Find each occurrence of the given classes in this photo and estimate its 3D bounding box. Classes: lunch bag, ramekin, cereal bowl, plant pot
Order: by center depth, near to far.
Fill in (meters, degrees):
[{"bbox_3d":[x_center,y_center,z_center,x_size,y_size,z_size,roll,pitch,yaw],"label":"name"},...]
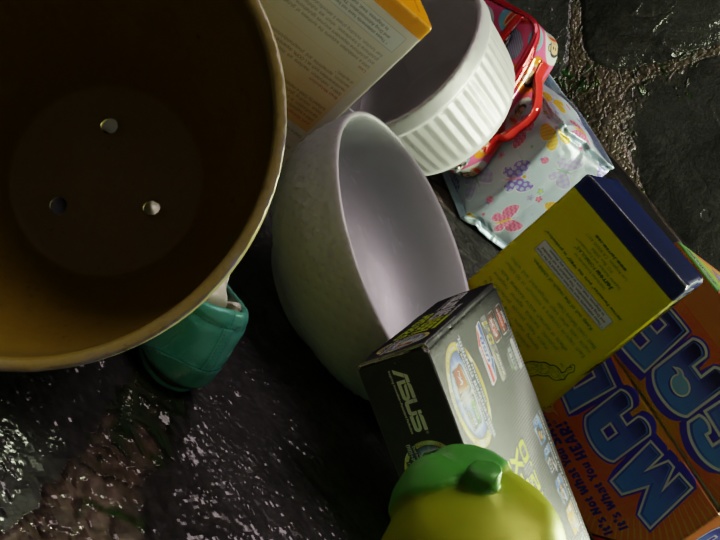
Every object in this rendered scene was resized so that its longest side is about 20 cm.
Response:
[{"bbox_3d":[-0.128,-0.052,0.488,0.200,0.200,0.142,49,-4,5],"label":"plant pot"},{"bbox_3d":[0.000,0.000,0.727,0.200,0.083,0.200,46,33,-42],"label":"cereal bowl"},{"bbox_3d":[0.064,-0.192,1.114,0.105,0.200,0.200,43,18,-40],"label":"ramekin"},{"bbox_3d":[0.129,-0.211,1.238,0.176,0.200,0.082,38,11,32],"label":"lunch bag"},{"bbox_3d":[0.192,-0.145,1.315,0.127,0.170,0.200,32,23,-32],"label":"lunch bag"}]

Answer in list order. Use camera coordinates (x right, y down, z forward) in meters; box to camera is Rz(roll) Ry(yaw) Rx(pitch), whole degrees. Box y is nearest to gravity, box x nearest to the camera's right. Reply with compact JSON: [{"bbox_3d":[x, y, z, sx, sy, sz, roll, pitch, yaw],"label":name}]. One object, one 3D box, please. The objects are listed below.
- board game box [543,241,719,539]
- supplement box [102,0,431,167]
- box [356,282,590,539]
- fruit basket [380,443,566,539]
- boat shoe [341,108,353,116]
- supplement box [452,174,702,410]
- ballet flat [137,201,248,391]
[{"bbox_3d":[0.290,0.135,0.934,0.200,0.200,0.200,24,30,-48],"label":"board game box"},{"bbox_3d":[-0.069,-0.150,0.735,0.126,0.200,0.074,33,27,-36],"label":"supplement box"},{"bbox_3d":[0.077,0.121,0.640,0.200,0.044,0.160,69,22,-3],"label":"box"},{"bbox_3d":[0.031,0.171,0.390,0.216,0.155,0.216,53,20,-29],"label":"fruit basket"},{"bbox_3d":[0.018,-0.062,0.946,0.200,0.072,0.066,53,16,12],"label":"boat shoe"},{"bbox_3d":[0.146,0.033,0.830,0.110,0.200,0.109,52,21,13],"label":"supplement box"},{"bbox_3d":[-0.111,-0.026,0.606,0.067,0.070,0.200,21,32,-50],"label":"ballet flat"}]
